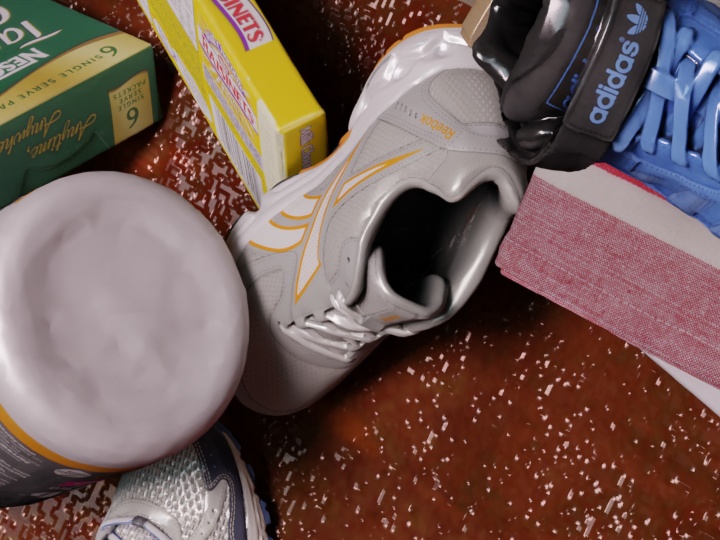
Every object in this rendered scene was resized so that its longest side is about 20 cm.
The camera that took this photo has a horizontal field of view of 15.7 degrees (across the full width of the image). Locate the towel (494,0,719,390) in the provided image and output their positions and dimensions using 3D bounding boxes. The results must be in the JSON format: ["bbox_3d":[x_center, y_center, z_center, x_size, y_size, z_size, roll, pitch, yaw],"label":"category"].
[{"bbox_3d":[0.137,-0.064,0.877,0.144,0.023,0.201,29,99,39],"label":"towel"}]

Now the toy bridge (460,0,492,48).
[{"bbox_3d":[0.056,-0.109,0.983,0.027,0.067,0.200,-59,20,15],"label":"toy bridge"}]

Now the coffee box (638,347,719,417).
[{"bbox_3d":[0.165,0.005,0.908,0.200,0.080,0.113,41,106,34],"label":"coffee box"}]

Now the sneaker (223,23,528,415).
[{"bbox_3d":[0.000,0.000,0.999,0.200,0.075,0.092,-55,25,37],"label":"sneaker"}]

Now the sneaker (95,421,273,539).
[{"bbox_3d":[-0.097,0.154,1.074,0.077,0.085,0.201,10,87,37],"label":"sneaker"}]

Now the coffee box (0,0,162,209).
[{"bbox_3d":[-0.198,-0.092,1.171,0.200,0.123,0.044,27,135,37],"label":"coffee box"}]

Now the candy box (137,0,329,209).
[{"bbox_3d":[-0.066,-0.107,1.093,0.026,0.102,0.200,-23,62,-14],"label":"candy box"}]

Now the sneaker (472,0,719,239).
[{"bbox_3d":[0.103,-0.043,0.775,0.077,0.111,0.200,-65,30,14],"label":"sneaker"}]

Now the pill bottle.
[{"bbox_3d":[-0.136,0.035,1.070,0.200,0.116,0.117,-23,67,60],"label":"pill bottle"}]
